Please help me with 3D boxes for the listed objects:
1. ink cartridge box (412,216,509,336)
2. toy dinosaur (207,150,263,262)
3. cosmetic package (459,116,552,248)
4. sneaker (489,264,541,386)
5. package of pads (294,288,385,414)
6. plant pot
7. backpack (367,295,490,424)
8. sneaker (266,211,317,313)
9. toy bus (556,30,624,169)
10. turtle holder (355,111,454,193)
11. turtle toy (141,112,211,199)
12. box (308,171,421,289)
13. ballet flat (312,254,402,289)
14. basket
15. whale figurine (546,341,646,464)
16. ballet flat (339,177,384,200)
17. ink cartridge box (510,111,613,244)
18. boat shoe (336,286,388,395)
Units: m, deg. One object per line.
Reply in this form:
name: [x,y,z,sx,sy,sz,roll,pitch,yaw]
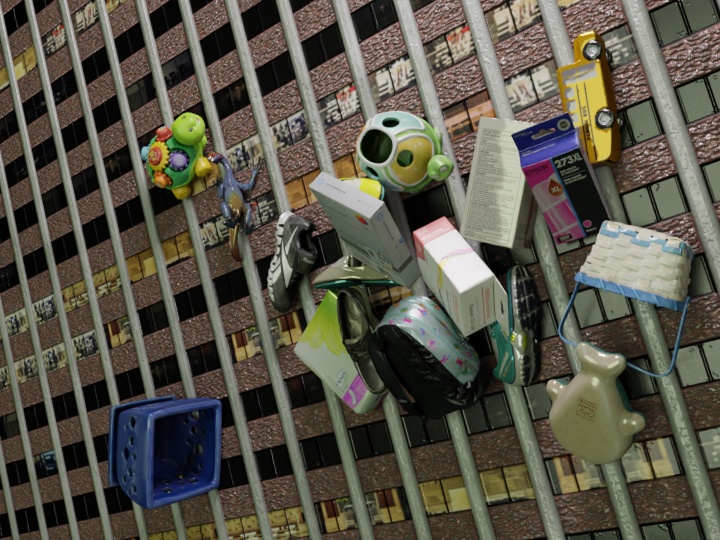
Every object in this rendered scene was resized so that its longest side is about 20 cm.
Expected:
ink cartridge box: [0.165,0.022,1.280,0.067,0.117,0.200,-26,48,-10]
toy dinosaur: [-0.280,-0.154,1.617,0.201,0.104,0.182,-60,42,32]
cosmetic package: [0.240,-0.143,1.287,0.103,0.087,0.202,16,100,31]
sneaker: [0.250,0.091,1.297,0.079,0.077,0.202,3,93,40]
package of pads: [-0.018,0.154,1.467,0.200,0.068,0.155,41,110,25]
plant pot: [-0.425,0.369,1.655,0.178,0.199,0.202,5,94,37]
backpack: [0.109,0.145,1.326,0.200,0.127,0.167,47,135,-6]
sneaker: [-0.129,-0.013,1.532,0.090,0.066,0.202,10,94,34]
toy bus: [0.361,-0.265,1.223,0.078,0.065,0.202,-12,86,33]
turtle holder: [0.071,-0.196,1.365,0.141,0.131,0.186,-45,69,24]
turtle toy: [-0.395,-0.256,1.672,0.200,0.101,0.146,-42,70,26]
box: [0.009,-0.067,1.331,0.155,0.200,0.041,31,73,39]
ballet flat: [0.000,0.000,1.457,0.198,0.069,0.070,-2,90,27]
basket: [0.404,0.039,1.157,0.175,0.139,0.202,22,94,30]
whale figurine: [0.364,0.194,1.187,0.158,0.103,0.202,19,124,36]
ballet flat: [-0.013,-0.137,1.391,0.066,0.200,0.067,17,95,-14]
ink cartridge box: [0.313,-0.138,1.206,0.094,0.037,0.201,-18,117,27]
boat shoe: [-0.002,0.125,1.380,0.073,0.065,0.202,-26,76,24]
